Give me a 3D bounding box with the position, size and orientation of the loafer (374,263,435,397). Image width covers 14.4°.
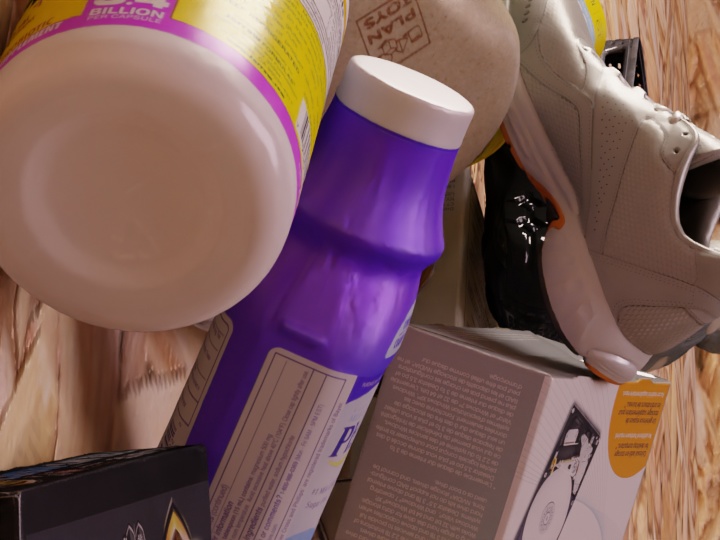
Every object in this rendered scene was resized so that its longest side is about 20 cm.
[{"bbox_3d":[0.000,0.000,1.302,0.200,0.072,0.073,-81,162,-52],"label":"loafer"}]

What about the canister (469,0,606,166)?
[{"bbox_3d":[0.041,-0.132,1.366,0.149,0.086,0.200,63,24,-4],"label":"canister"}]

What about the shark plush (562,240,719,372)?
[{"bbox_3d":[0.117,0.026,1.433,0.083,0.200,0.091,-30,98,-55],"label":"shark plush"}]

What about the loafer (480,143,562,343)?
[{"bbox_3d":[0.091,-0.023,1.445,0.201,0.068,0.071,-77,177,-63],"label":"loafer"}]

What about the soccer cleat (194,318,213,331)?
[{"bbox_3d":[-0.049,-0.001,1.105,0.200,0.070,0.086,68,37,-51],"label":"soccer cleat"}]

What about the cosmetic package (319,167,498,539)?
[{"bbox_3d":[0.024,0.054,1.405,0.105,0.071,0.200,73,16,-45],"label":"cosmetic package"}]

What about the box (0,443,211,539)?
[{"bbox_3d":[-0.086,0.159,0.869,0.200,0.050,0.199,2,83,-78],"label":"box"}]

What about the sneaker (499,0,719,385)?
[{"bbox_3d":[0.118,-0.052,1.235,0.076,0.092,0.200,31,39,-53],"label":"sneaker"}]

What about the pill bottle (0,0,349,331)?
[{"bbox_3d":[-0.060,-0.073,0.942,0.200,0.104,0.104,-77,160,-58],"label":"pill bottle"}]

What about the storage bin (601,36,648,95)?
[{"bbox_3d":[0.179,-0.066,2.197,0.135,0.094,0.200,-75,158,-60],"label":"storage bin"}]

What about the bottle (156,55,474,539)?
[{"bbox_3d":[-0.020,0.024,0.993,0.084,0.065,0.200,-67,-179,-76],"label":"bottle"}]

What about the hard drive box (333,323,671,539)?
[{"bbox_3d":[0.050,0.130,1.246,0.156,0.077,0.200,5,103,-65],"label":"hard drive box"}]

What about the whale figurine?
[{"bbox_3d":[-0.012,-0.115,1.184,0.104,0.159,0.200,44,-17,42],"label":"whale figurine"}]
